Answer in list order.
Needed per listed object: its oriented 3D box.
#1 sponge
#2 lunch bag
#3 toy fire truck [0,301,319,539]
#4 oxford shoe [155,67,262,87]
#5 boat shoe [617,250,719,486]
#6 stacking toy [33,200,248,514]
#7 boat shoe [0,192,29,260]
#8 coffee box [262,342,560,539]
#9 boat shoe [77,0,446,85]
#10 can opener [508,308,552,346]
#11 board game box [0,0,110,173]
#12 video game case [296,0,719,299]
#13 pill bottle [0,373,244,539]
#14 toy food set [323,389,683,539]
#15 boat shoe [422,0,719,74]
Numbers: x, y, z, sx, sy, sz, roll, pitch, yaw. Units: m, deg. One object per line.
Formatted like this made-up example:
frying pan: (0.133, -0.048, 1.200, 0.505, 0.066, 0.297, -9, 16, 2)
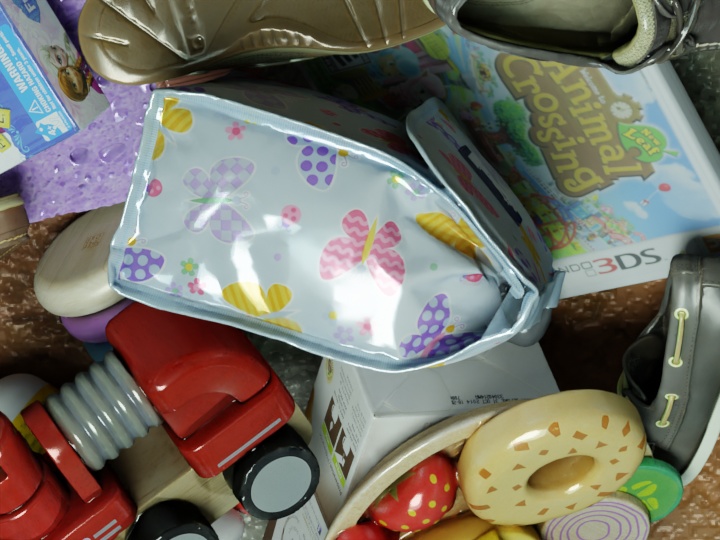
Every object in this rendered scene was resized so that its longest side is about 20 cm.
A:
sponge: (-0.167, -0.122, 1.434, 0.111, 0.030, 0.201, -12, 119, 15)
lunch bag: (-0.001, -0.023, 1.327, 0.199, 0.170, 0.128, 19, 99, 8)
toy fire truck: (-0.143, 0.063, 1.393, 0.176, 0.129, 0.200, -36, 132, -4)
oxford shoe: (-0.083, -0.164, 1.385, 0.070, 0.074, 0.201, -14, 139, -17)
boat shoe: (0.168, 0.049, 1.446, 0.060, 0.072, 0.202, 11, 147, -4)
stacking toy: (-0.094, 0.058, 1.509, 0.085, 0.086, 0.201, -22, 120, 19)
boat shoe: (-0.240, 0.018, 1.482, 0.199, 0.072, 0.068, -30, 84, 37)
coffee box: (0.022, 0.120, 1.492, 0.114, 0.080, 0.201, 0, 133, -22)
boat shoe: (-0.039, -0.135, 1.330, 0.198, 0.065, 0.072, -10, 95, -4)
can opener: (0.000, 0.000, 1.440, 0.199, 0.067, 0.054, 20, 145, 16)
board game box: (-0.259, -0.122, 1.401, 0.199, 0.041, 0.201, -26, 103, 30)
video game case: (0.084, -0.065, 1.403, 0.181, 0.022, 0.201, -12, 127, 30)
pill bottle: (-0.171, 0.127, 1.532, 0.199, 0.104, 0.105, 34, 121, 3)
toy food set: (0.073, 0.142, 1.441, 0.199, 0.049, 0.198, -30, 139, 3)
boat shoe: (0.126, -0.121, 1.278, 0.198, 0.065, 0.074, -1, 127, -8)
